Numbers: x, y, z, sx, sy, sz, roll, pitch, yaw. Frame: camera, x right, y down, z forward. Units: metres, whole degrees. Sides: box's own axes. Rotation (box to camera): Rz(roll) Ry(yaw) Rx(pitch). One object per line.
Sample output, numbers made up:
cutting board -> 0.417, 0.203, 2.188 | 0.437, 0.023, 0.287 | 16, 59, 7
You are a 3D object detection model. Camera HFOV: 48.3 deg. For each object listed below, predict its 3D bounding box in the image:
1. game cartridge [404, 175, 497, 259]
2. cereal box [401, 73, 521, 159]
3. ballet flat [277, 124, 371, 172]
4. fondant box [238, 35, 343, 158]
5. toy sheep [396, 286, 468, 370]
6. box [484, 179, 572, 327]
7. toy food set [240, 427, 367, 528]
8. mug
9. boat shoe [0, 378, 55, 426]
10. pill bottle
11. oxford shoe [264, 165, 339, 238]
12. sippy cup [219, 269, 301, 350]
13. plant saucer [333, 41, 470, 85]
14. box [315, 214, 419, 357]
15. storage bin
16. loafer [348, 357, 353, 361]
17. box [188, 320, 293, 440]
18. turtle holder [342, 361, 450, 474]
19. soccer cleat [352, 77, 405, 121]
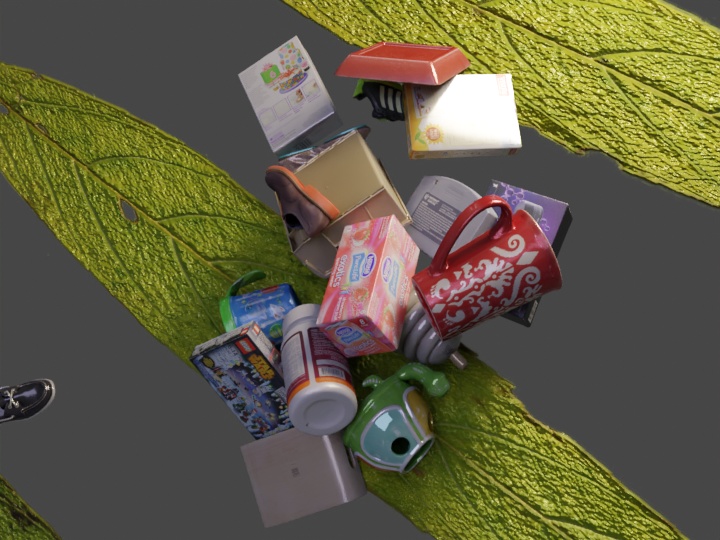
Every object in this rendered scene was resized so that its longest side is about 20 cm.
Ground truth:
game cartridge -> 0.145, -0.085, 1.365 | 0.135, 0.041, 0.200 | -60, 36, 8
cereal box -> 0.177, -0.271, 1.413 | 0.196, 0.040, 0.147 | -2, 73, -7
ballet flat -> -0.062, -0.211, 1.518 | 0.197, 0.068, 0.068 | -18, 89, 20
fondant box -> -0.138, -0.335, 1.575 | 0.143, 0.058, 0.202 | -30, 68, 10
toy sheep -> 0.105, 0.091, 1.327 | 0.199, 0.138, 0.139 | 38, 90, 24
box -> 0.250, -0.029, 1.340 | 0.139, 0.079, 0.203 | 20, 83, 26
toy food set -> -0.101, 0.343, 1.381 | 0.197, 0.060, 0.146 | -22, 80, 15
mug -> 0.176, -0.006, 1.217 | 0.198, 0.133, 0.180 | -28, 92, -1
boat shoe -> -0.707, 0.266, 1.613 | 0.197, 0.060, 0.075 | -18, 69, 14
pill bottle -> -0.072, 0.154, 1.288 | 0.108, 0.110, 0.202 | -27, 39, 11
oxford shoe -> -0.118, -0.118, 1.356 | 0.073, 0.071, 0.199 | -50, 41, -3
sippy cup -> -0.167, 0.090, 1.435 | 0.128, 0.140, 0.181 | -22, 95, 2
plant saucer -> 0.079, -0.376, 1.440 | 0.197, 0.200, 0.037 | 10, 117, 22
box -> 0.016, 0.024, 1.270 | 0.101, 0.095, 0.202 | -11, 47, 33
storage bin -> -0.038, -0.118, 1.417 | 0.197, 0.094, 0.201 | -33, 42, 10
loafer -> -0.054, 0.142, 1.406 | 0.200, 0.070, 0.070 | -43, 74, 5
box -> -0.179, 0.191, 1.367 | 0.135, 0.201, 0.040 | -24, 24, 27
turtle holder -> 0.063, 0.241, 1.305 | 0.185, 0.142, 0.131 | -40, 64, -18
soccer cleat -> 0.071, -0.304, 1.494 | 0.199, 0.067, 0.082 | 39, 107, 26
